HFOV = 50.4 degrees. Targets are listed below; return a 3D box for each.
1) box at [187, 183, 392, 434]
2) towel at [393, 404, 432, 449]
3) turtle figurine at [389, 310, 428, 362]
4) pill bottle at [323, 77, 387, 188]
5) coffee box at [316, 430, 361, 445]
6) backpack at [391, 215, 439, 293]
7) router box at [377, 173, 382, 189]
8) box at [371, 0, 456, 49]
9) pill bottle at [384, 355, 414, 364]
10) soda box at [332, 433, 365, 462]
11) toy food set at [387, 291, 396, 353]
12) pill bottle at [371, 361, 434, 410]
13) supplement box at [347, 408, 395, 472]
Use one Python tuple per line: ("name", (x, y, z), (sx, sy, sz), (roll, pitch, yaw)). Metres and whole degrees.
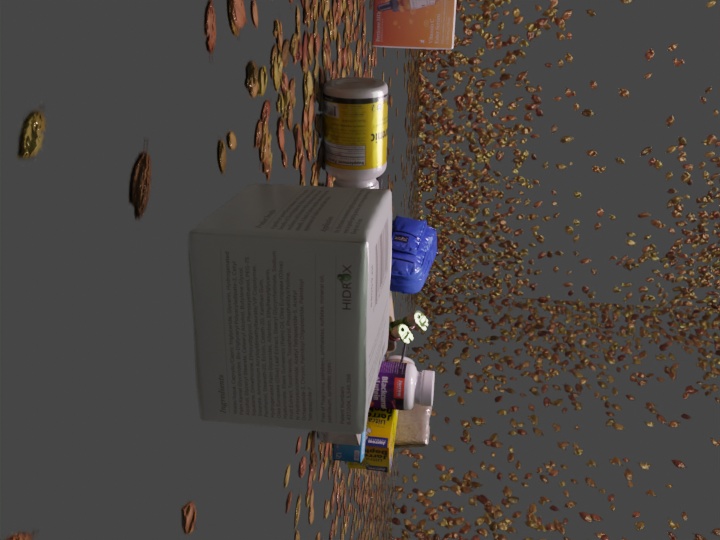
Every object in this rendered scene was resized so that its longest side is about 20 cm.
("box", (-0.062, 0.029, 0.785), (0.199, 0.169, 0.203), (-66, 159, -69))
("towel", (0.083, 0.397, 1.958), (0.134, 0.197, 0.035), (-79, 157, -44))
("turtle figurine", (0.090, 0.185, 1.944), (0.193, 0.142, 0.203), (-24, -115, 55))
("pill bottle", (-0.009, -0.220, 1.311), (0.112, 0.110, 0.202), (-71, 163, -64))
("coffee box", (-0.031, 0.213, 1.447), (0.113, 0.079, 0.202), (80, 16, -58))
("backpack", (0.122, -0.046, 2.232), (0.169, 0.161, 0.202), (69, 37, -51))
("router box", (0.017, -0.125, 1.762), (0.158, 0.051, 0.202), (-76, 167, -51))
("box", (0.132, -0.618, 1.856), (0.106, 0.197, 0.154), (-66, 159, -72))
("pill bottle", (0.119, 0.396, 2.546), (0.111, 0.109, 0.202), (81, 15, -59))
("soda box", (-0.019, 0.302, 1.641), (0.068, 0.063, 0.203), (27, 67, -82))
("toy food set", (0.071, 0.141, 2.321), (0.201, 0.060, 0.145), (84, 0, -56))
("pill bottle", (0.075, 0.274, 1.820), (0.111, 0.197, 0.113), (3, 90, -82))
("supplement box", (0.031, 0.376, 1.878), (0.201, 0.107, 0.110), (-79, 169, -45))
